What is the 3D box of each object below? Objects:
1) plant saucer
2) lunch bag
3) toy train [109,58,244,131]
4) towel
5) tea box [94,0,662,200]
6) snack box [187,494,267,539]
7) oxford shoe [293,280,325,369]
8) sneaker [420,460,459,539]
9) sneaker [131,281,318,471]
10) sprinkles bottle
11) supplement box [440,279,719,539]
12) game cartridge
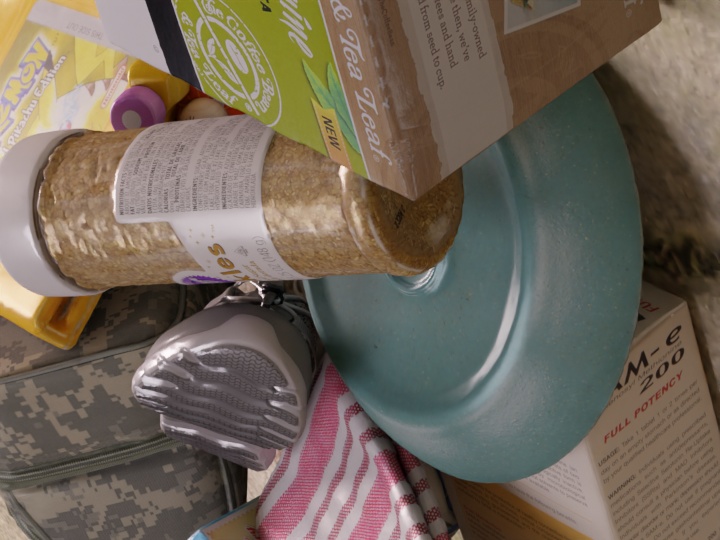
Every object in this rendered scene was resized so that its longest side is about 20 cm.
[{"bbox_3d":[0.032,-0.011,1.095,0.200,0.036,0.201,9,102,50],"label":"plant saucer"},{"bbox_3d":[-0.121,0.060,1.394,0.200,0.139,0.168,-95,-16,-56],"label":"lunch bag"},{"bbox_3d":[-0.055,-0.087,1.215,0.055,0.151,0.200,-1,139,19],"label":"toy train"},{"bbox_3d":[0.000,0.141,1.194,0.147,0.030,0.201,114,143,-45],"label":"towel"},{"bbox_3d":[-0.016,-0.166,0.969,0.196,0.133,0.201,28,145,44],"label":"tea box"},{"bbox_3d":[0.007,0.192,1.305,0.200,0.116,0.037,49,122,12],"label":"snack box"},{"bbox_3d":[0.000,0.000,1.230,0.058,0.075,0.200,18,148,3],"label":"oxford shoe"},{"bbox_3d":[0.037,0.096,1.320,0.076,0.077,0.200,49,174,0],"label":"sneaker"},{"bbox_3d":[-0.054,0.032,1.175,0.074,0.082,0.200,20,169,-4],"label":"sneaker"},{"bbox_3d":[-0.057,-0.028,1.077,0.199,0.068,0.068,-3,123,38],"label":"sprinkles bottle"},{"bbox_3d":[0.097,0.087,1.182,0.126,0.073,0.201,28,146,45],"label":"supplement box"},{"bbox_3d":[-0.163,-0.069,1.347,0.032,0.177,0.200,31,175,-41],"label":"game cartridge"}]
